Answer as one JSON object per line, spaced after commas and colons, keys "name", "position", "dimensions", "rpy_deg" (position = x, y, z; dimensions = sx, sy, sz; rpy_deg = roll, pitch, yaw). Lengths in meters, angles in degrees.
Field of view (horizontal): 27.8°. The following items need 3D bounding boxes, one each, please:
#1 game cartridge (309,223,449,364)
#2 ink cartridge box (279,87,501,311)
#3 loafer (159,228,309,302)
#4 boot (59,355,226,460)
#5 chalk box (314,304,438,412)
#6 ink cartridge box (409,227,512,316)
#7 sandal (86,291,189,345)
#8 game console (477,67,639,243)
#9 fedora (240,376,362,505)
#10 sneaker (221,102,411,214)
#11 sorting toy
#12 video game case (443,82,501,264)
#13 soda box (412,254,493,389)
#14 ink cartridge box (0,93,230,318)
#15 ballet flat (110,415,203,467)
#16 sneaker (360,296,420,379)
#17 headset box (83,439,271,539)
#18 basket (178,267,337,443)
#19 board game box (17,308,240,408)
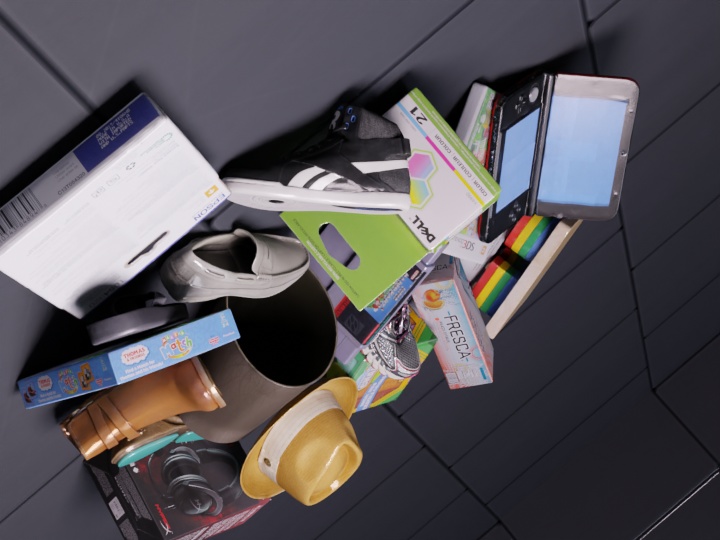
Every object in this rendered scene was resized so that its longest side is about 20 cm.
{"name": "game cartridge", "position": [0.000, 0.000, 1.702], "dimensions": [0.200, 0.130, 0.038], "rpy_deg": [-51, 163, 24]}
{"name": "ink cartridge box", "position": [0.030, -0.073, 1.570], "dimensions": [0.200, 0.148, 0.076], "rpy_deg": [-40, 177, -1]}
{"name": "loafer", "position": [-0.124, -0.010, 1.564], "dimensions": [0.200, 0.070, 0.070], "rpy_deg": [-13, 154, -48]}
{"name": "boot", "position": [-0.241, 0.148, 1.576], "dimensions": [0.155, 0.077, 0.200], "rpy_deg": [-32, -159, -21]}
{"name": "chalk box", "position": [-0.023, 0.103, 1.868], "dimensions": [0.200, 0.124, 0.125], "rpy_deg": [-13, 145, -49]}
{"name": "ink cartridge box", "position": [0.141, -0.011, 2.031], "dimensions": [0.200, 0.043, 0.197], "rpy_deg": [-16, 147, -43]}
{"name": "sandal", "position": [-0.219, 0.040, 1.442], "dimensions": [0.076, 0.043, 0.200], "rpy_deg": [-18, 178, 3]}
{"name": "game console", "position": [0.239, -0.132, 1.768], "dimensions": [0.172, 0.118, 0.201], "rpy_deg": [-37, 140, -47]}
{"name": "fedora", "position": [-0.054, 0.221, 1.760], "dimensions": [0.200, 0.082, 0.201], "rpy_deg": [-37, 153, -22]}
{"name": "sneaker", "position": [-0.045, -0.119, 1.497], "dimensions": [0.199, 0.112, 0.073], "rpy_deg": [4, 171, -16]}
{"name": "sorting toy", "position": [0.237, -0.026, 2.061], "dimensions": [0.199, 0.069, 0.200], "rpy_deg": [-57, 172, 24]}
{"name": "video game case", "position": [0.143, -0.113, 1.759], "dimensions": [0.182, 0.022, 0.201], "rpy_deg": [13, 97, -64]}
{"name": "soda box", "position": [0.124, 0.066, 1.948], "dimensions": [0.063, 0.069, 0.200], "rpy_deg": [-11, 130, 15]}
{"name": "ink cartridge box", "position": [-0.230, -0.054, 1.328], "dimensions": [0.196, 0.043, 0.200], "rpy_deg": [-40, 161, -2]}
{"name": "ballet flat", "position": [-0.232, 0.178, 1.739], "dimensions": [0.200, 0.073, 0.068], "rpy_deg": [-14, 162, -48]}
{"name": "sneaker", "position": [0.033, 0.044, 1.759], "dimensions": [0.074, 0.201, 0.081], "rpy_deg": [-5, -153, 32]}
{"name": "headset box", "position": [-0.218, 0.258, 1.801], "dimensions": [0.200, 0.149, 0.077], "rpy_deg": [-14, 158, -46]}
{"name": "basket", "position": [-0.130, 0.103, 1.674], "dimensions": [0.135, 0.181, 0.200], "rpy_deg": [12, 142, -25]}
{"name": "board game box", "position": [-0.240, 0.092, 1.486], "dimensions": [0.151, 0.037, 0.200], "rpy_deg": [-21, -179, -40]}
